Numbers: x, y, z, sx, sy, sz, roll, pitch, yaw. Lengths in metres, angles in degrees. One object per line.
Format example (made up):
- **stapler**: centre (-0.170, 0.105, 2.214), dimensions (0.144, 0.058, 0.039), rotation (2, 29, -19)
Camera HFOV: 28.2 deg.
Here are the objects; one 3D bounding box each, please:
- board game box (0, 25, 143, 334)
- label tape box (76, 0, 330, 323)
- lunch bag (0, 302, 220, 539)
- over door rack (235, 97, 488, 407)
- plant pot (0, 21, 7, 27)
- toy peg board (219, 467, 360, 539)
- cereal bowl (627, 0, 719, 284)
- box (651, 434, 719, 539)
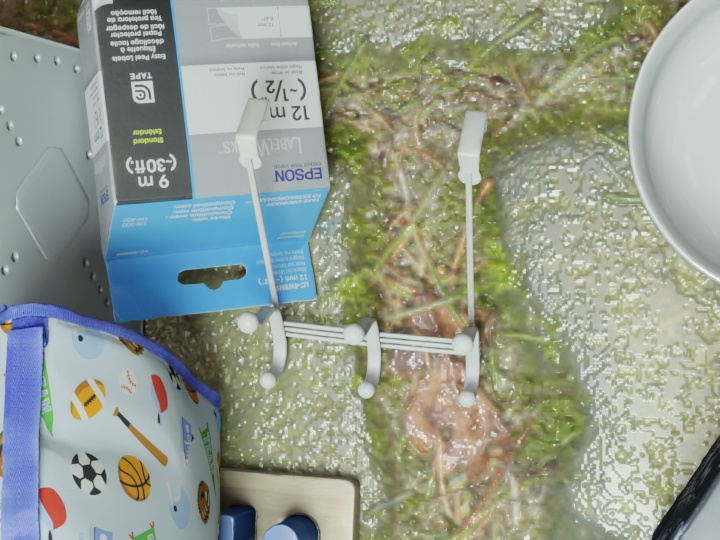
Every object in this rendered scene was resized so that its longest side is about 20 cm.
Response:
- **board game box**: centre (-0.202, -0.042, 0.901), dimensions (0.026, 0.199, 0.203), rotation (0, 88, 26)
- **label tape box**: centre (-0.096, -0.077, 0.909), dimensions (0.141, 0.066, 0.203), rotation (-6, 84, -21)
- **lunch bag**: centre (-0.159, 0.127, 0.817), dimensions (0.122, 0.200, 0.172), rotation (-8, 68, 9)
- **over door rack**: centre (0.000, 0.000, 0.866), dimensions (0.146, 0.067, 0.202), rotation (5, 127, 10)
- **plant pot**: centre (-0.315, -0.126, 0.944), dimensions (0.182, 0.200, 0.202), rotation (28, 94, -3)
- **toy peg board**: centre (-0.109, 0.231, 0.916), dimensions (0.197, 0.098, 0.202), rotation (2, 88, 13)
- **cereal bowl**: centre (0.260, -0.078, 0.849), dimensions (0.197, 0.083, 0.203), rotation (-1, 87, 14)
- **box**: centre (0.240, 0.130, 0.785), dimensions (0.107, 0.200, 0.149), rotation (34, 95, 12)
